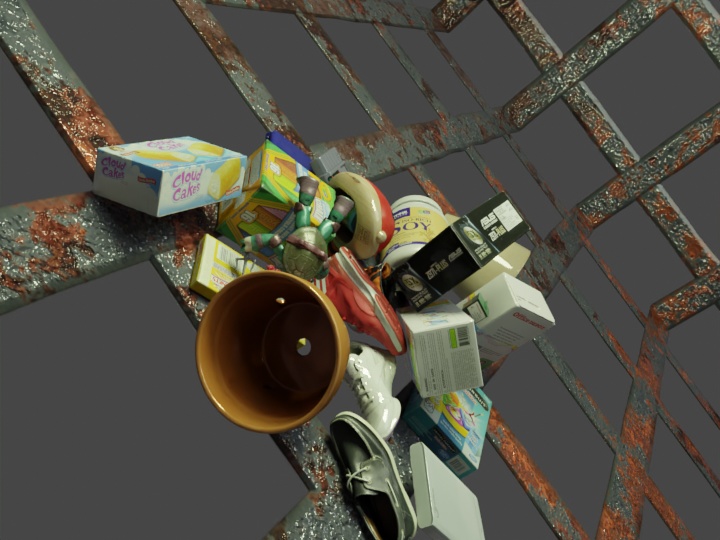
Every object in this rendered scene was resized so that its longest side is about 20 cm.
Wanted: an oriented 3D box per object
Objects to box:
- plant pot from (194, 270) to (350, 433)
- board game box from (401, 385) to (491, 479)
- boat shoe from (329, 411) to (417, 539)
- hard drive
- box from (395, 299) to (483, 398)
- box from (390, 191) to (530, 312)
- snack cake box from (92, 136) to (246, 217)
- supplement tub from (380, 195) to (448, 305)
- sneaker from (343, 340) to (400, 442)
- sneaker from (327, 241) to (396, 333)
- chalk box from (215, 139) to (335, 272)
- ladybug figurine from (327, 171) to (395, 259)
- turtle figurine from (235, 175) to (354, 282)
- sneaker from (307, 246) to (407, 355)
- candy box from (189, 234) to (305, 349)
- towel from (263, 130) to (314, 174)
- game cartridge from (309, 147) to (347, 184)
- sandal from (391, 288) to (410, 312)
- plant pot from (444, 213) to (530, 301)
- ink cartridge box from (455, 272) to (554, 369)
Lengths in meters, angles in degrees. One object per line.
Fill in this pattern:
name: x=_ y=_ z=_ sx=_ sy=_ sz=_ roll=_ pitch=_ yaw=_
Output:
plant pot: x=-0.098 y=0.105 z=0.981 sx=0.201 sy=0.199 sz=0.140 roll=59 pitch=13 yaw=13
board game box: x=0.161 y=0.249 z=1.327 sx=0.151 sy=0.047 sz=0.200 roll=48 pitch=29 yaw=-8
boat shoe: x=0.012 y=0.292 z=1.035 sx=0.067 sy=0.072 sz=0.201 roll=-3 pitch=62 yaw=-61
hard drive: x=0.137 y=0.366 z=1.130 sx=0.200 sy=0.027 sz=0.133 roll=49 pitch=25 yaw=-39
box: x=0.128 y=0.125 z=1.244 sx=0.200 sy=0.100 sz=0.114 roll=-121 pitch=-159 yaw=-80
box: x=0.174 y=-0.035 z=1.277 sx=0.086 sy=0.164 sz=0.200 roll=54 pitch=43 yaw=4
snack cake box: x=-0.267 y=-0.139 z=1.060 sx=0.114 sy=0.068 sz=0.200 roll=21 pitch=22 yaw=19
supplement tub: x=0.111 y=-0.043 z=1.479 sx=0.145 sy=0.145 sz=0.201 roll=37 pitch=32 yaw=-25
sneaker: x=0.008 y=0.190 z=1.160 sx=0.099 sy=0.075 sz=0.201 roll=28 pitch=29 yaw=-21
sneaker: x=0.000 y=0.000 z=1.301 sx=0.077 sy=0.112 sz=0.201 roll=-1 pitch=58 yaw=-56
chalk box: x=-0.118 y=-0.088 z=1.215 sx=0.199 sy=0.124 sz=0.126 roll=33 pitch=34 yaw=-31
ladybug figurine: x=0.000 y=-0.092 z=1.256 sx=0.071 sy=0.137 sz=0.200 roll=-1 pitch=29 yaw=-28
turtle figurine: x=-0.088 y=-0.030 z=1.095 sx=0.149 sy=0.100 sz=0.201 roll=34 pitch=75 yaw=-36
sneaker: x=-0.015 y=0.072 z=1.210 sx=0.201 sy=0.115 sz=0.078 roll=57 pitch=10 yaw=-2
candy box: x=-0.162 y=0.034 z=1.115 sx=0.199 sy=0.026 sz=0.103 roll=35 pitch=36 yaw=-29
towel: x=-0.109 y=-0.163 z=1.399 sx=0.200 sy=0.049 sz=0.148 roll=38 pitch=28 yaw=-28
game cartridge: x=-0.023 y=-0.131 z=1.399 sx=0.201 sy=0.038 sz=0.130 roll=61 pitch=14 yaw=-11
sandal: x=0.095 y=0.077 z=1.393 sx=0.200 sy=0.075 sz=0.048 roll=43 pitch=73 yaw=-30
plant pot: x=0.242 y=-0.030 z=1.651 sx=0.199 sy=0.188 sz=0.187 roll=38 pitch=28 yaw=4
ink cartridge box: x=0.261 y=0.106 z=1.474 sx=0.144 sy=0.200 sz=0.085 roll=23 pitch=40 yaw=-42
